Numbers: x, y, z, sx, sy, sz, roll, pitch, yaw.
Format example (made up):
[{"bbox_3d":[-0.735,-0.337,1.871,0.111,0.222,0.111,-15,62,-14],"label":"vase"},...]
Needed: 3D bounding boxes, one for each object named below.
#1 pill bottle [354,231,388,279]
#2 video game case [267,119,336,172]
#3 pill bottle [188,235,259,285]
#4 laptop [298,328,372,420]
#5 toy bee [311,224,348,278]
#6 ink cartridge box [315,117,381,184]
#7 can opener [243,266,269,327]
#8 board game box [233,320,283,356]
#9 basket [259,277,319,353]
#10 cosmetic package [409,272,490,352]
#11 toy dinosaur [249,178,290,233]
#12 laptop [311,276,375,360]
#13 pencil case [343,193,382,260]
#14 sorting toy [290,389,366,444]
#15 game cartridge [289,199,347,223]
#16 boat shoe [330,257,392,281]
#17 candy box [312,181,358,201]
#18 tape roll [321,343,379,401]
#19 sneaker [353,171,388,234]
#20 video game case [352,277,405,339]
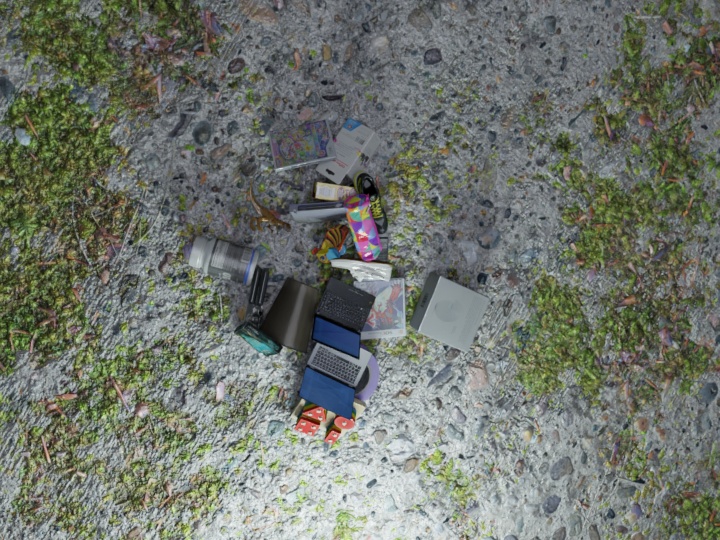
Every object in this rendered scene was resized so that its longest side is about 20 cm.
[{"bbox_3d":[0.036,-0.077,1.700,0.113,0.116,0.205,0,96,-10],"label":"pill bottle"},{"bbox_3d":[-0.184,-0.394,1.634,0.196,0.018,0.146,-13,69,-4],"label":"video game case"},{"bbox_3d":[-0.425,-0.034,1.621,0.196,0.114,0.116,17,93,-11],"label":"pill bottle"},{"bbox_3d":[-0.074,0.326,1.639,0.185,0.116,0.203,27,91,-13],"label":"laptop"},{"bbox_3d":[-0.107,-0.064,1.681,0.107,0.131,0.204,21,104,12],"label":"toy bee"},{"bbox_3d":[-0.040,-0.367,1.653,0.114,0.068,0.202,34,89,27],"label":"ink cartridge box"},{"bbox_3d":[-0.336,0.094,1.689,0.052,0.067,0.205,11,83,0],"label":"can opener"},{"bbox_3d":[-0.324,0.217,1.626,0.134,0.200,0.028,38,68,-11],"label":"board game box"},{"bbox_3d":[-0.217,0.137,1.669,0.177,0.136,0.204,21,88,15],"label":"basket"},{"bbox_3d":[0.301,0.141,1.769,0.197,0.123,0.203,23,92,-11],"label":"cosmetic package"},{"bbox_3d":[-0.314,-0.181,1.664,0.200,0.060,0.107,43,63,-17],"label":"toy dinosaur"},{"bbox_3d":[-0.051,0.152,1.672,0.175,0.103,0.203,24,90,-17],"label":"laptop"},{"bbox_3d":[0.009,-0.130,1.560,0.087,0.089,0.203,-22,124,-7],"label":"pencil case"},{"bbox_3d":[-0.112,0.480,1.704,0.197,0.070,0.200,24,128,-11],"label":"sorting toy"},{"bbox_3d":[-0.117,-0.186,1.638,0.195,0.130,0.039,-4,84,3],"label":"game cartridge"},{"bbox_3d":[0.000,0.000,1.617,0.195,0.071,0.071,7,98,4],"label":"boat shoe"},{"bbox_3d":[-0.052,-0.245,1.664,0.195,0.117,0.058,5,99,-10],"label":"candy box"},{"bbox_3d":[-0.039,0.342,1.749,0.195,0.085,0.205,-1,96,-11],"label":"tape roll"},{"bbox_3d":[0.032,-0.202,1.584,0.073,0.085,0.203,-25,103,-5],"label":"sneaker"},{"bbox_3d":[0.066,0.130,1.776,0.178,0.023,0.205,-4,97,-10],"label":"video game case"}]
